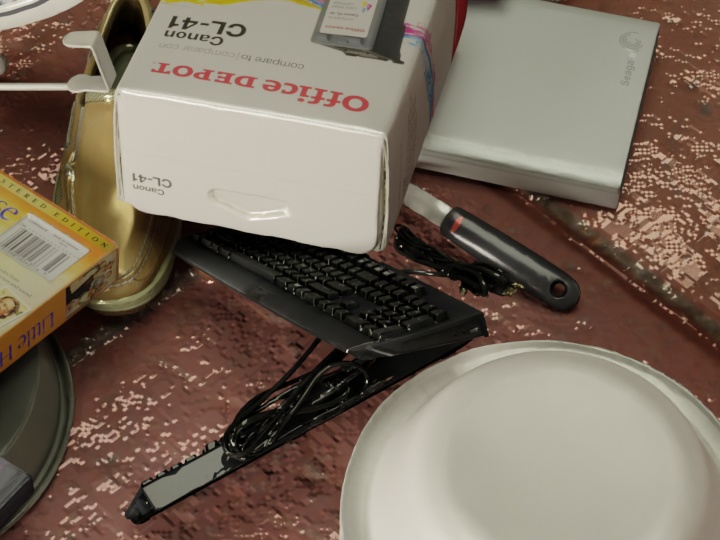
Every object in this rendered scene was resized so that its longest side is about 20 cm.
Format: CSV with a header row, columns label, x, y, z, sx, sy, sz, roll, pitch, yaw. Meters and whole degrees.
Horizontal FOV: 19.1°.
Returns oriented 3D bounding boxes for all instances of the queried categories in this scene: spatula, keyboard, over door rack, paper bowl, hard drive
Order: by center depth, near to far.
label,x,y,z,sx,sy,sz,roll,pitch,yaw
paper bowl,0.089,0.119,1.012,0.200,0.104,0.201,0,53,0
keyboard,-0.028,0.059,1.053,0.200,0.104,0.040,-28,86,-21
keyboard,0.000,0.000,1.092,0.127,0.021,0.200,-11,22,-30
spatula,0.035,-0.035,1.173,0.200,0.021,0.057,34,90,17
over door rack,-0.197,-0.139,1.208,0.199,0.067,0.148,-7,47,27
hard drive,0.063,-0.110,1.237,0.199,0.026,0.132,12,53,9

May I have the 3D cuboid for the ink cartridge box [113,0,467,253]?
label,x,y,z,sx,sy,sz,roll,pitch,yaw
ink cartridge box,-0.032,-0.115,1.138,0.147,0.086,0.200,10,44,9

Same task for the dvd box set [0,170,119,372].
label,x,y,z,sx,sy,sz,roll,pitch,yaw
dvd box set,-0.240,0.014,1.068,0.146,0.029,0.200,30,49,22

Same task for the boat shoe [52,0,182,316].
label,x,y,z,sx,sy,sz,roll,pitch,yaw
boat shoe,-0.135,-0.071,1.170,0.071,0.076,0.200,-2,53,-3

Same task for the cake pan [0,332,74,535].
label,x,y,z,sx,sy,sz,roll,pitch,yaw
cake pan,-0.247,0.064,1.089,0.200,0.037,0.201,1,52,-1

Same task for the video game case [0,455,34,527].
label,x,y,z,sx,sy,sz,roll,pitch,yaw
video game case,-0.278,0.100,1.025,0.200,0.019,0.143,30,57,21

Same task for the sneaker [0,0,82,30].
label,x,y,z,sx,sy,sz,roll,pitch,yaw
sneaker,-0.225,-0.179,1.155,0.200,0.079,0.079,0,49,31
